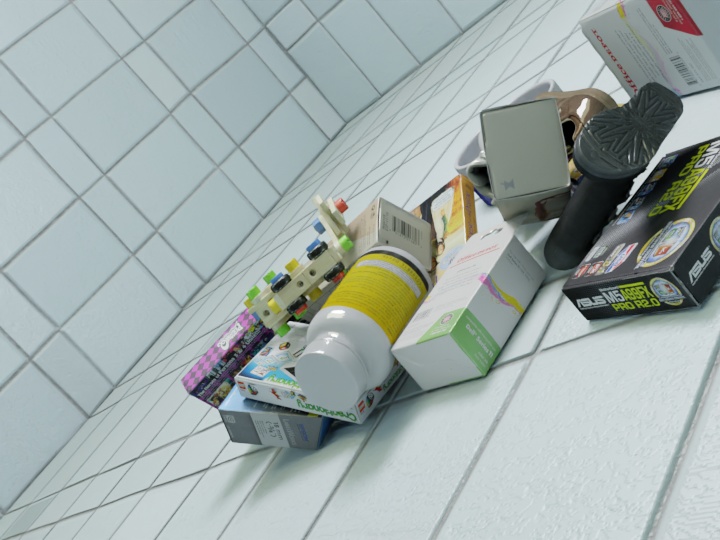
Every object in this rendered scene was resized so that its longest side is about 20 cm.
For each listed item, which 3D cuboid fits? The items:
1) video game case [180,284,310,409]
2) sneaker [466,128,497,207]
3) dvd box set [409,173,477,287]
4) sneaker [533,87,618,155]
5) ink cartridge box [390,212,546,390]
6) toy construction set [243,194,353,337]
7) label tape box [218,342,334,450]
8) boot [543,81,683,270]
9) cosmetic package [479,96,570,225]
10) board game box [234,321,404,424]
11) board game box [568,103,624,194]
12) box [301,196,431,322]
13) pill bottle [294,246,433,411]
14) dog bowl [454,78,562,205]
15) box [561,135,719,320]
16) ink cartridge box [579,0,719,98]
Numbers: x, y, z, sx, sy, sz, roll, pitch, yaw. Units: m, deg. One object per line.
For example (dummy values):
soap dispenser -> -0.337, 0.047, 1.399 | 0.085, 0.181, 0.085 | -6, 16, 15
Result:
video game case -> -0.134, 0.127, 1.424 | 0.200, 0.181, 0.036 | -47, 49, 3
sneaker -> 0.184, -0.148, 1.327 | 0.201, 0.097, 0.079 | -110, 27, -54
dvd box set -> 0.096, -0.013, 1.305 | 0.146, 0.029, 0.203 | -36, 37, 36
sneaker -> 0.256, -0.188, 1.293 | 0.076, 0.070, 0.200 | -51, 12, -12
ink cartridge box -> 0.132, 0.034, 1.118 | 0.116, 0.067, 0.201 | -24, 24, 54
toy construction set -> -0.070, 0.001, 1.259 | 0.202, 0.091, 0.131 | -55, 1, 8
label tape box -> -0.066, 0.162, 1.292 | 0.196, 0.064, 0.145 | -1, 34, 27
boot -> 0.229, -0.075, 0.988 | 0.164, 0.066, 0.201 | -32, -20, -37
cosmetic package -> 0.193, -0.119, 1.133 | 0.085, 0.106, 0.200 | -10, -6, 12
board game box -> -0.048, 0.124, 1.245 | 0.197, 0.035, 0.126 | 7, 37, 37
board game box -> 0.304, -0.159, 1.285 | 0.135, 0.035, 0.200 | -43, 12, 2
box -> 0.000, 0.000, 1.319 | 0.199, 0.094, 0.079 | -38, 37, 41
pill bottle -> 0.003, 0.069, 1.159 | 0.111, 0.112, 0.201 | -32, 14, 41
dog bowl -> 0.241, -0.196, 1.509 | 0.200, 0.079, 0.200 | -42, 12, 11
box -> 0.294, -0.045, 0.909 | 0.200, 0.044, 0.160 | -48, 12, -20
ink cartridge box -> 0.384, -0.300, 1.230 | 0.083, 0.146, 0.200 | -43, 12, -11
